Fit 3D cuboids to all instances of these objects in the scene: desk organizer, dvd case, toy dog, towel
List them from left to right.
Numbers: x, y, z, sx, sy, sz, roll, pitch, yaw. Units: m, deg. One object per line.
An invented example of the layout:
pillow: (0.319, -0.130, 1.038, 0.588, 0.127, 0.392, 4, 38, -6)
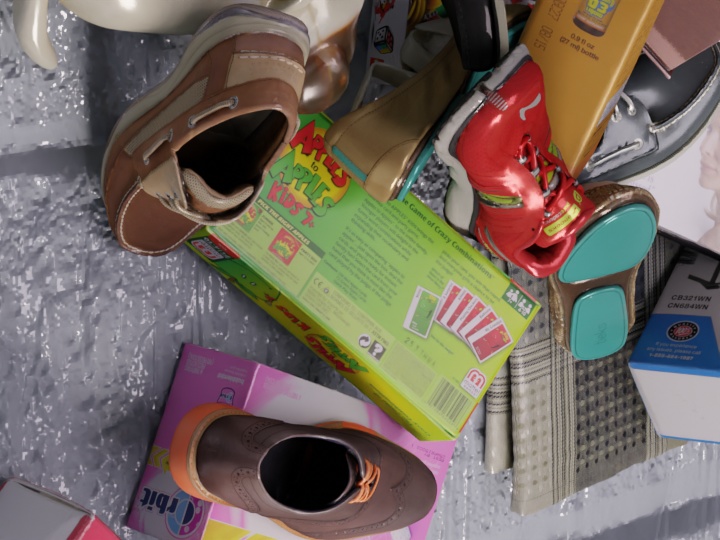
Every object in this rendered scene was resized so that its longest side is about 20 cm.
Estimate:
toy dog: (-0.073, -0.162, 1.525, 0.200, 0.139, 0.194, 33, 87, -46)
towel: (0.152, 0.049, 1.895, 0.192, 0.034, 0.201, -18, 111, -45)
dvd case: (0.219, -0.122, 1.877, 0.142, 0.018, 0.201, 22, 82, -21)
desk organizer: (0.224, -0.219, 1.791, 0.072, 0.077, 0.200, 45, 42, -17)

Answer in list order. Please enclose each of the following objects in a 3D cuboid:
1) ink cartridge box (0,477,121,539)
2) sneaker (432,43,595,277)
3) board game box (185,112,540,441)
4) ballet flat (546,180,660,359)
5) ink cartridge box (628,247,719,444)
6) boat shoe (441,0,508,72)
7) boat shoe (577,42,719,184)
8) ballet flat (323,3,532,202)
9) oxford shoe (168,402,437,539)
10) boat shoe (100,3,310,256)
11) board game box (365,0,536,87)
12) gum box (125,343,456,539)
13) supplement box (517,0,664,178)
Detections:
ink cartridge box: (-0.159, 0.233, 1.580, 0.148, 0.085, 0.200, -57, 133, -18)
sneaker: (0.096, -0.058, 1.604, 0.077, 0.085, 0.200, -46, 160, -13)
board game box: (0.000, 0.000, 1.653, 0.200, 0.048, 0.102, 41, 69, -19)
ballet flat: (0.141, -0.015, 1.751, 0.070, 0.065, 0.200, -11, 152, -10)
ink cartridge box: (0.288, 0.020, 1.909, 0.200, 0.146, 0.084, -61, 139, -33)
boat shoe: (0.039, -0.203, 1.626, 0.063, 0.074, 0.202, -15, 78, -8)
boat shoe: (0.150, -0.092, 1.775, 0.200, 0.073, 0.062, -32, 156, -8)
ballet flat: (0.041, -0.113, 1.651, 0.200, 0.063, 0.069, -50, 169, -49)
oxford shoe: (-0.016, 0.122, 1.606, 0.200, 0.072, 0.071, 12, 90, -46)
boat shoe: (-0.087, -0.060, 1.513, 0.076, 0.200, 0.072, 8, 55, -21)
board game box: (0.089, -0.178, 1.757, 0.200, 0.035, 0.127, -5, 105, -45)
gum box: (-0.034, 0.126, 1.691, 0.200, 0.066, 0.114, 22, 83, -46)
supplement box: (0.138, -0.149, 1.667, 0.069, 0.066, 0.200, -47, 164, -56)
